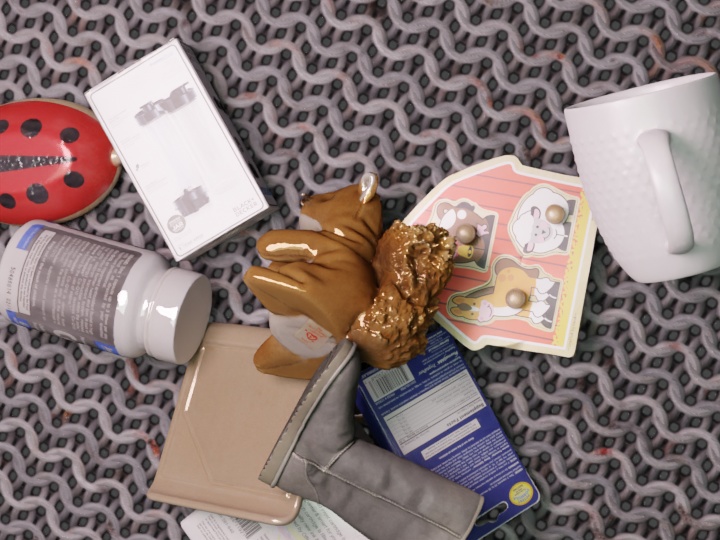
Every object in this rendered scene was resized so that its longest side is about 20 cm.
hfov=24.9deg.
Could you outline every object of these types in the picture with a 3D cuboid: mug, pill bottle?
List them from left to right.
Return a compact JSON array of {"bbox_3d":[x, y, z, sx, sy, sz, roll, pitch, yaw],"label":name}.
[{"bbox_3d":[-0.261,0.025,1.678,0.199,0.114,0.114,16,97,15],"label":"pill bottle"},{"bbox_3d":[0.279,-0.080,1.510,0.147,0.200,0.176,-13,97,8],"label":"mug"}]

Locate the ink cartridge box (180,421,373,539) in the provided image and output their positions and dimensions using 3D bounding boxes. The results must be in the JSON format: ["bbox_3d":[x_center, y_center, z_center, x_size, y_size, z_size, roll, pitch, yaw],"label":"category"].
[{"bbox_3d":[-0.058,0.252,1.667,0.200,0.084,0.145,-38,84,13],"label":"ink cartridge box"}]

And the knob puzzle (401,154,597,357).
[{"bbox_3d":[0.128,-0.019,1.621,0.219,0.030,0.220,-1,85,13],"label":"knob puzzle"}]

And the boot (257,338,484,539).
[{"bbox_3d":[0.025,0.178,1.526,0.200,0.073,0.182,29,116,0],"label":"boot"}]

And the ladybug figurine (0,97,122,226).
[{"bbox_3d":[-0.346,-0.114,1.715,0.199,0.072,0.136,-7,92,13],"label":"ladybug figurine"}]

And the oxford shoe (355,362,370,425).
[{"bbox_3d":[-0.010,0.062,1.658,0.075,0.058,0.201,-14,89,16],"label":"oxford shoe"}]

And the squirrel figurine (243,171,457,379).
[{"bbox_3d":[0.000,0.000,1.580,0.199,0.187,0.142,8,137,19],"label":"squirrel figurine"}]

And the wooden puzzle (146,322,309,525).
[{"bbox_3d":[-0.111,0.152,1.640,0.185,0.037,0.201,5,68,34],"label":"wooden puzzle"}]

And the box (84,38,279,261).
[{"bbox_3d":[-0.182,-0.123,1.679,0.116,0.060,0.200,-31,87,8],"label":"box"}]

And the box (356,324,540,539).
[{"bbox_3d":[0.083,0.169,1.623,0.121,0.032,0.200,-27,85,-26],"label":"box"}]
